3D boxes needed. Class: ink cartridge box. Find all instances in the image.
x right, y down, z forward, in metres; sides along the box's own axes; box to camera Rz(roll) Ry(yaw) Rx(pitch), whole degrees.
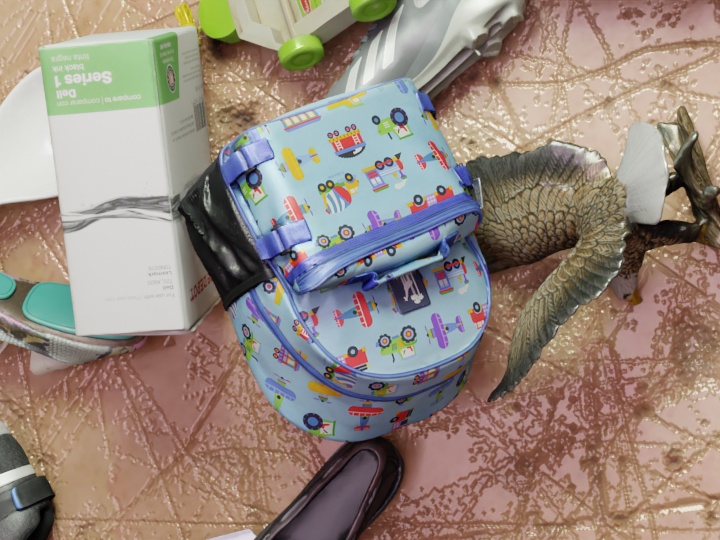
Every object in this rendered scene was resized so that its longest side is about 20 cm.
[{"bbox_3d":[-0.155,-0.064,1.252,0.084,0.146,0.201,-4,100,7],"label":"ink cartridge box"}]

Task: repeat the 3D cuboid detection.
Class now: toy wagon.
[{"bbox_3d":[-0.051,-0.220,1.282,0.200,0.040,0.156,-31,64,31],"label":"toy wagon"}]

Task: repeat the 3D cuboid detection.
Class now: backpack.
[{"bbox_3d":[0.000,0.000,1.158,0.182,0.135,0.200,-17,76,-29],"label":"backpack"}]

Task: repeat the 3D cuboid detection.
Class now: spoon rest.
[{"bbox_3d":[-0.259,-0.077,1.349,0.200,0.061,0.099,-39,79,13],"label":"spoon rest"}]

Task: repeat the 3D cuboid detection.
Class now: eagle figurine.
[{"bbox_3d":[0.147,-0.014,1.198,0.199,0.152,0.151,-20,104,10],"label":"eagle figurine"}]

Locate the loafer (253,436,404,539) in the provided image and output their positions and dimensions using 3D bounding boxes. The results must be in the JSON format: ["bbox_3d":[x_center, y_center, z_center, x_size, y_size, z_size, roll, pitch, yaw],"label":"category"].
[{"bbox_3d":[-0.043,0.198,1.260,0.072,0.063,0.200,34,85,10],"label":"loafer"}]

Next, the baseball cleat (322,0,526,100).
[{"bbox_3d":[0.024,-0.157,1.274,0.200,0.070,0.107,-35,64,11],"label":"baseball cleat"}]

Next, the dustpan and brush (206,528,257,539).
[{"bbox_3d":[-0.113,0.303,1.312,0.139,0.057,0.201,-15,79,3],"label":"dustpan and brush"}]

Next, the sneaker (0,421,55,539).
[{"bbox_3d":[-0.317,0.217,1.355,0.200,0.073,0.112,-42,77,10],"label":"sneaker"}]

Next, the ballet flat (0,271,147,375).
[{"bbox_3d":[-0.258,0.038,1.339,0.199,0.069,0.071,17,119,0],"label":"ballet flat"}]
